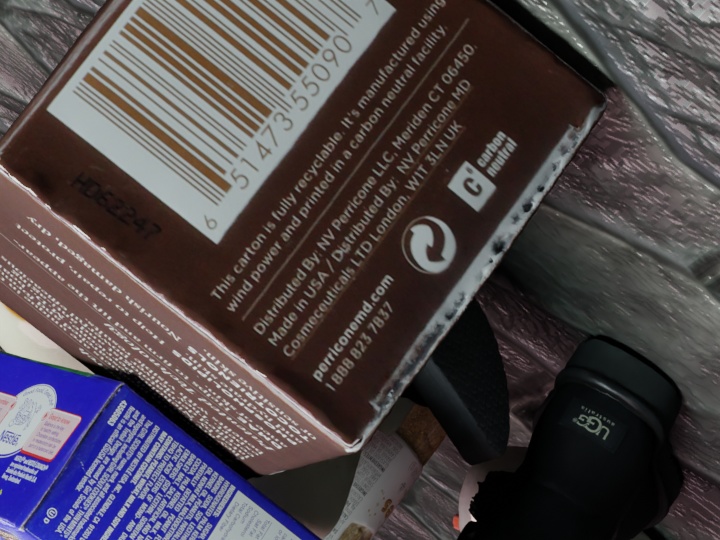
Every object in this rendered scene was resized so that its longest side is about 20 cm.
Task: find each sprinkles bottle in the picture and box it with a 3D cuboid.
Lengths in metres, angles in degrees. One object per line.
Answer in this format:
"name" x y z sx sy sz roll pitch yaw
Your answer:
"sprinkles bottle" -0.024 0.118 1.444 0.068 0.200 0.068 34 164 11

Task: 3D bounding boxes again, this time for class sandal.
"sandal" 0.000 -0.001 1.261 0.200 0.043 0.076 54 -154 -10

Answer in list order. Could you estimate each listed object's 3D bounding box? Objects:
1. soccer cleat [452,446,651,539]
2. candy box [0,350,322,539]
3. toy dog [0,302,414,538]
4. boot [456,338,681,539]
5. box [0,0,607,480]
"soccer cleat" 0.121 0.148 1.479 0.078 0.069 0.200 15 161 43
"candy box" -0.076 0.121 1.203 0.200 0.077 0.169 41 166 -24
"toy dog" -0.081 0.030 1.354 0.200 0.194 0.140 30 175 -7
"boot" 0.075 0.133 1.331 0.076 0.168 0.200 32 164 12
"box" -0.041 -0.036 1.099 0.164 0.166 0.200 38 166 -6
